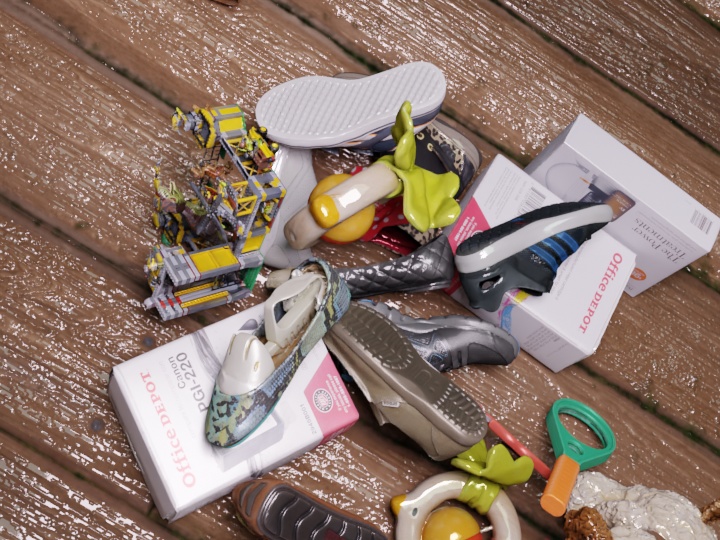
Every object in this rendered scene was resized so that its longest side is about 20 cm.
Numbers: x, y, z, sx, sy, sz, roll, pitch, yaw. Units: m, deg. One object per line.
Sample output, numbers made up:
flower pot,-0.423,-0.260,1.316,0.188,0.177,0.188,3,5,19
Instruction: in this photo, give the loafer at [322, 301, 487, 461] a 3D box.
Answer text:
loafer,0.030,0.110,0.923,0.200,0.068,0.076,43,31,18

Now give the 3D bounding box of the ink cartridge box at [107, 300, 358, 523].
ink cartridge box,-0.123,0.126,0.915,0.198,0.085,0.147,-24,79,-23

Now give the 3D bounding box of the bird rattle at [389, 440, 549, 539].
bird rattle,0.114,0.267,0.956,0.160,0.113,0.203,-16,94,-7

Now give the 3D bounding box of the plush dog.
plush dog,0.278,0.289,0.929,0.171,0.160,0.202,-23,79,-50

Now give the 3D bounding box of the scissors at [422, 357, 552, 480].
scissors,0.130,0.150,0.970,0.014,0.073,0.200,-46,116,-1

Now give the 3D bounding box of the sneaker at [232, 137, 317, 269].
sneaker,-0.073,-0.088,1.029,0.091,0.075,0.203,24,64,-27

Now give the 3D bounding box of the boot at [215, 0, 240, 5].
boot,-0.200,-0.401,1.101,0.197,0.077,0.158,23,68,-18

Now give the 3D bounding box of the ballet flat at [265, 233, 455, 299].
ballet flat,0.000,0.000,0.988,0.196,0.066,0.058,-5,87,-6

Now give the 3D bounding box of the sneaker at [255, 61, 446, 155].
sneaker,-0.009,-0.158,0.999,0.196,0.080,0.080,-9,70,-4

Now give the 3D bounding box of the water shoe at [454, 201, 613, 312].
water shoe,0.183,-0.016,1.001,0.197,0.071,0.080,-19,104,-24

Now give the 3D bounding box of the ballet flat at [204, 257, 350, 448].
ballet flat,-0.083,0.064,0.863,0.074,0.074,0.201,37,58,-2

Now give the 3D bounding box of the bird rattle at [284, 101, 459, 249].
bird rattle,-0.004,-0.073,0.909,0.162,0.199,0.114,-27,97,-26

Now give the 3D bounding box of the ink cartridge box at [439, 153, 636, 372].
ink cartridge box,0.187,-0.007,1.071,0.199,0.086,0.148,37,63,-4

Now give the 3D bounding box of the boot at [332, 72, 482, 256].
boot,0.027,-0.116,1.067,0.198,0.073,0.152,32,64,-10

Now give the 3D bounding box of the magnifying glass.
magnifying glass,0.216,0.190,0.983,0.079,0.023,0.200,35,26,9

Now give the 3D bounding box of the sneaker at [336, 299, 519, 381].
sneaker,0.069,0.088,1.009,0.196,0.073,0.083,7,71,-5

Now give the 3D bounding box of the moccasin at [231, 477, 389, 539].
moccasin,-0.038,0.254,0.891,0.200,0.077,0.075,33,73,-30

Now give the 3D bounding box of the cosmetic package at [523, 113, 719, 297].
cosmetic package,0.282,-0.068,1.090,0.199,0.151,0.052,36,65,-3

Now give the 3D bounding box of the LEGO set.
LEGO set,-0.161,-0.052,0.897,0.115,0.200,0.155,-16,66,-37
